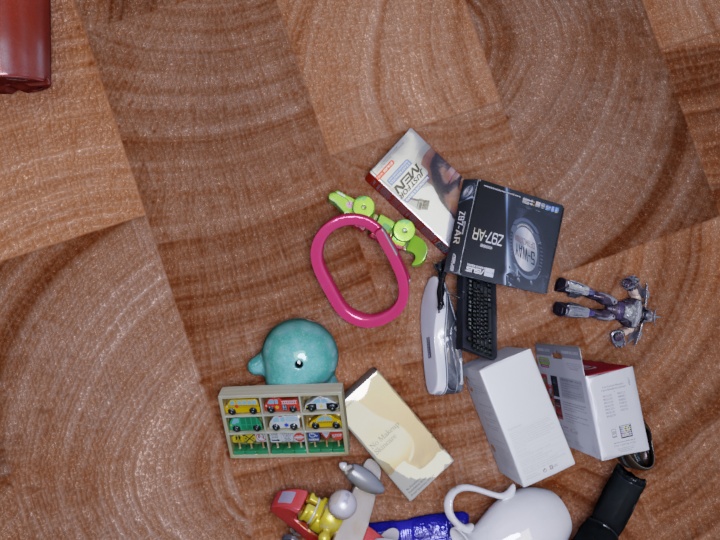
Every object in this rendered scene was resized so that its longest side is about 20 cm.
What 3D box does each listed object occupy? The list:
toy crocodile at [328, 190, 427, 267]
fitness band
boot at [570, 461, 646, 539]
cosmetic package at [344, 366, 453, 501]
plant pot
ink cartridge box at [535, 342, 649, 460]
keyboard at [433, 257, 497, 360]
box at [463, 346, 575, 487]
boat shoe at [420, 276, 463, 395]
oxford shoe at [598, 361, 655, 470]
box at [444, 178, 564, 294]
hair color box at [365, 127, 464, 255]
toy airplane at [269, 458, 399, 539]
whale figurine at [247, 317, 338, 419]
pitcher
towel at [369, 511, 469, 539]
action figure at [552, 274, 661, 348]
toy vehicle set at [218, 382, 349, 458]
[{"bbox_3d":[0.030,-0.075,1.224,0.199,0.068,0.062,30,84,-4],"label":"toy crocodile"},{"bbox_3d":[0.000,0.000,1.199,0.143,0.037,0.201,-24,103,14],"label":"fitness band"},{"bbox_3d":[0.410,0.407,1.173,0.073,0.198,0.163,31,93,22],"label":"boot"},{"bbox_3d":[0.051,0.272,1.198,0.105,0.071,0.200,-42,91,-7],"label":"cosmetic package"},{"bbox_3d":[-0.577,-0.389,1.125,0.199,0.201,0.197,-4,94,-7],"label":"plant pot"},{"bbox_3d":[0.372,0.201,1.175,0.083,0.200,0.177,-10,88,-8],"label":"ink cartridge box"},{"bbox_3d":[0.178,0.047,1.199,0.126,0.021,0.201,19,52,-17],"label":"keyboard"},{"bbox_3d":[0.259,0.239,1.198,0.097,0.124,0.201,-21,89,-8],"label":"box"},{"bbox_3d":[0.148,0.111,1.223,0.067,0.072,0.201,1,79,-19],"label":"boat shoe"},{"bbox_3d":[0.463,0.252,1.242,0.072,0.084,0.201,-26,87,-6],"label":"oxford shoe"},{"bbox_3d":[0.248,-0.055,1.216,0.199,0.043,0.161,13,90,-29],"label":"box"},{"bbox_3d":[0.119,-0.136,1.241,0.200,0.064,0.111,43,81,-3],"label":"hair color box"},{"bbox_3d":[-0.022,0.402,1.123,0.198,0.142,0.200,-12,45,-23],"label":"toy airplane"},{"bbox_3d":[-0.111,0.179,1.170,0.158,0.104,0.201,18,91,-6],"label":"whale figurine"},{"bbox_3d":[0.238,0.413,1.171,0.199,0.121,0.173,-17,91,-22],"label":"pitcher"},{"bbox_3d":[0.095,0.492,1.198,0.199,0.050,0.149,-6,87,-7],"label":"towel"},{"bbox_3d":[0.442,0.068,1.262,0.199,0.069,0.131,11,80,-9],"label":"action figure"},{"bbox_3d":[-0.120,0.243,1.146,0.199,0.027,0.125,-3,115,7],"label":"toy vehicle set"}]
